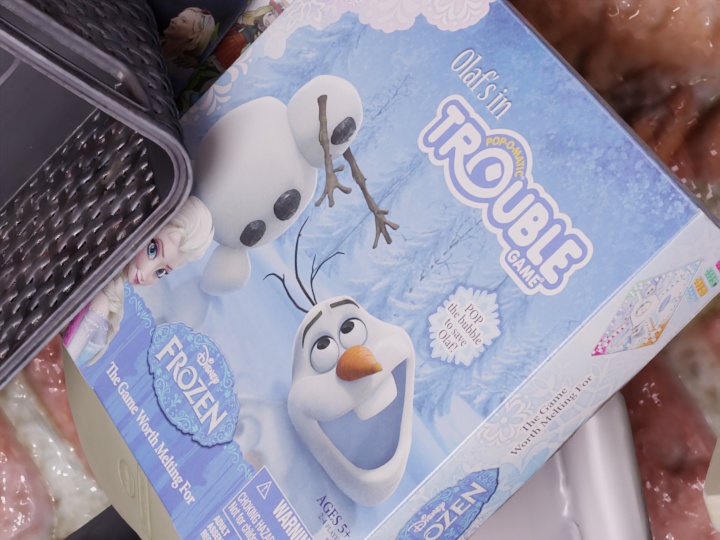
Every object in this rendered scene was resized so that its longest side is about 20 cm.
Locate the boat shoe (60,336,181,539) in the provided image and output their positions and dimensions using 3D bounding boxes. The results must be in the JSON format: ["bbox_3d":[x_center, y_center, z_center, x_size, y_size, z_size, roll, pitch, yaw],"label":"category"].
[{"bbox_3d":[-0.063,0.065,0.920,0.062,0.200,0.071,-15,129,-20],"label":"boat shoe"}]

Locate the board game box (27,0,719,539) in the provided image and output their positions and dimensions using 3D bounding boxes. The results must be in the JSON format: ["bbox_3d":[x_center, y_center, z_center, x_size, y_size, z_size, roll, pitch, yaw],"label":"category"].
[{"bbox_3d":[0.000,0.000,0.827,0.199,0.200,0.043,-45,138,7],"label":"board game box"}]

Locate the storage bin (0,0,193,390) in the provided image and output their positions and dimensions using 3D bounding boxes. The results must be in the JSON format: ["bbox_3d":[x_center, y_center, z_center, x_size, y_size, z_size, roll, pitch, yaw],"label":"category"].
[{"bbox_3d":[-0.170,-0.028,0.855,0.135,0.094,0.200,32,116,-34],"label":"storage bin"}]

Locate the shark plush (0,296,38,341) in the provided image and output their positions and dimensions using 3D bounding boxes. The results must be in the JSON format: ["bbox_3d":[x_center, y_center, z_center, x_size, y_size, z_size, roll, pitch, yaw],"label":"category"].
[{"bbox_3d":[-0.217,0.061,1.024,0.200,0.091,0.083,-37,118,2],"label":"shark plush"}]

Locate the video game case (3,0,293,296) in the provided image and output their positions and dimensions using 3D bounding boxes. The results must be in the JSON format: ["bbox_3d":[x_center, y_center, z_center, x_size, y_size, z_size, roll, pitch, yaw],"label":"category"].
[{"bbox_3d":[-0.124,-0.116,0.940,0.182,0.022,0.200,-34,97,22],"label":"video game case"}]

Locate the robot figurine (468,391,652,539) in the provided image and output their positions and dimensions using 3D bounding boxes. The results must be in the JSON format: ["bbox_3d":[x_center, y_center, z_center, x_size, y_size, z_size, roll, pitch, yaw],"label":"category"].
[{"bbox_3d":[0.038,0.069,0.914,0.169,0.113,0.201,10,117,49],"label":"robot figurine"}]

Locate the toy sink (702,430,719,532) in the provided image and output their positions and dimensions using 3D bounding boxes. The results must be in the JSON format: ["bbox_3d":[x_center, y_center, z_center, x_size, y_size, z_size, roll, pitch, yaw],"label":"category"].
[{"bbox_3d":[0.194,0.084,0.872,0.112,0.130,0.201,-14,106,19],"label":"toy sink"}]

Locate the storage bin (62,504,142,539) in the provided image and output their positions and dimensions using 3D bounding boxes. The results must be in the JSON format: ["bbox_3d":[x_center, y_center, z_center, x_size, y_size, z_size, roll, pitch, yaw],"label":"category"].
[{"bbox_3d":[-0.071,0.177,0.969,0.145,0.134,0.200,-36,98,23],"label":"storage bin"}]

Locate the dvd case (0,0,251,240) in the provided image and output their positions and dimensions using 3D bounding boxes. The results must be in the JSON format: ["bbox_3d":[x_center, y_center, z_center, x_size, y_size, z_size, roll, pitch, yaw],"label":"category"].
[{"bbox_3d":[-0.112,-0.109,0.878,0.142,0.018,0.200,25,118,-31],"label":"dvd case"}]
